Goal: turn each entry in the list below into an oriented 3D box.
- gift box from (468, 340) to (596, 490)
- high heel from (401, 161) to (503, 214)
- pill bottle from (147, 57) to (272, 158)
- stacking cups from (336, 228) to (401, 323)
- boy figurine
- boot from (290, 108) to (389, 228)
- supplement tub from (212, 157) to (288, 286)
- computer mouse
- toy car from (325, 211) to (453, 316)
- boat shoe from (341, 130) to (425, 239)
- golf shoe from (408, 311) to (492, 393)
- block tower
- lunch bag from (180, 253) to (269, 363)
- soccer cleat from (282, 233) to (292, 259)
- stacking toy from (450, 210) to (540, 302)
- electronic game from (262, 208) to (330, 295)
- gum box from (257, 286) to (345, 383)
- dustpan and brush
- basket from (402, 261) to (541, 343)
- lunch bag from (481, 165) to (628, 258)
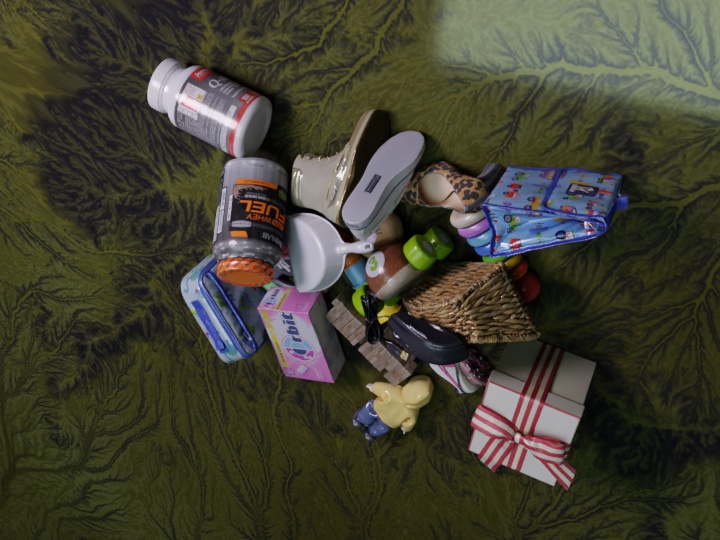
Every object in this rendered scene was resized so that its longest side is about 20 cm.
[{"bbox_3d":[0.298,0.254,1.464,0.182,0.187,0.202,16,123,18],"label":"gift box"},{"bbox_3d":[0.121,-0.120,1.363,0.198,0.143,0.072,-9,114,31],"label":"high heel"},{"bbox_3d":[-0.263,-0.286,1.481,0.198,0.116,0.117,27,127,10],"label":"pill bottle"},{"bbox_3d":[0.000,0.000,1.551,0.060,0.061,0.201,-24,103,35],"label":"stacking cups"},{"bbox_3d":[0.064,0.262,1.667,0.124,0.064,0.200,46,127,-4],"label":"boy figurine"},{"bbox_3d":[-0.040,-0.188,1.444,0.154,0.072,0.203,24,97,44],"label":"boot"},{"bbox_3d":[-0.190,-0.082,1.469,0.121,0.203,0.123,3,162,1],"label":"supplement tub"},{"bbox_3d":[0.079,0.122,1.378,0.198,0.046,0.141,26,150,20],"label":"computer mouse"},{"bbox_3d":[0.028,-0.054,1.458,0.164,0.157,0.201,-43,81,28],"label":"toy car"},{"bbox_3d":[0.045,-0.138,1.386,0.071,0.201,0.066,21,159,28],"label":"boat shoe"},{"bbox_3d":[0.146,0.148,1.552,0.201,0.073,0.092,50,129,-7],"label":"golf shoe"},{"bbox_3d":[0.019,0.125,1.615,0.200,0.054,0.058,47,127,-4],"label":"block tower"},{"bbox_3d":[-0.251,0.068,1.654,0.082,0.161,0.202,-18,108,34],"label":"lunch bag"},{"bbox_3d":[-0.155,-0.044,1.548,0.197,0.073,0.069,4,112,23],"label":"soccer cleat"},{"bbox_3d":[0.233,-0.031,1.408,0.085,0.086,0.201,-23,112,35],"label":"stacking toy"},{"bbox_3d":[-0.136,-0.026,1.615,0.197,0.042,0.202,13,123,20],"label":"electronic game"},{"bbox_3d":[-0.110,0.130,1.656,0.112,0.066,0.202,4,132,26],"label":"gum box"},{"bbox_3d":[-0.052,-0.033,1.448,0.199,0.057,0.142,0,103,57],"label":"dustpan and brush"},{"bbox_3d":[0.174,0.082,1.409,0.150,0.142,0.199,60,159,-14],"label":"basket"},{"bbox_3d":[0.303,-0.093,1.280,0.197,0.151,0.095,-1,118,27],"label":"lunch bag"}]
